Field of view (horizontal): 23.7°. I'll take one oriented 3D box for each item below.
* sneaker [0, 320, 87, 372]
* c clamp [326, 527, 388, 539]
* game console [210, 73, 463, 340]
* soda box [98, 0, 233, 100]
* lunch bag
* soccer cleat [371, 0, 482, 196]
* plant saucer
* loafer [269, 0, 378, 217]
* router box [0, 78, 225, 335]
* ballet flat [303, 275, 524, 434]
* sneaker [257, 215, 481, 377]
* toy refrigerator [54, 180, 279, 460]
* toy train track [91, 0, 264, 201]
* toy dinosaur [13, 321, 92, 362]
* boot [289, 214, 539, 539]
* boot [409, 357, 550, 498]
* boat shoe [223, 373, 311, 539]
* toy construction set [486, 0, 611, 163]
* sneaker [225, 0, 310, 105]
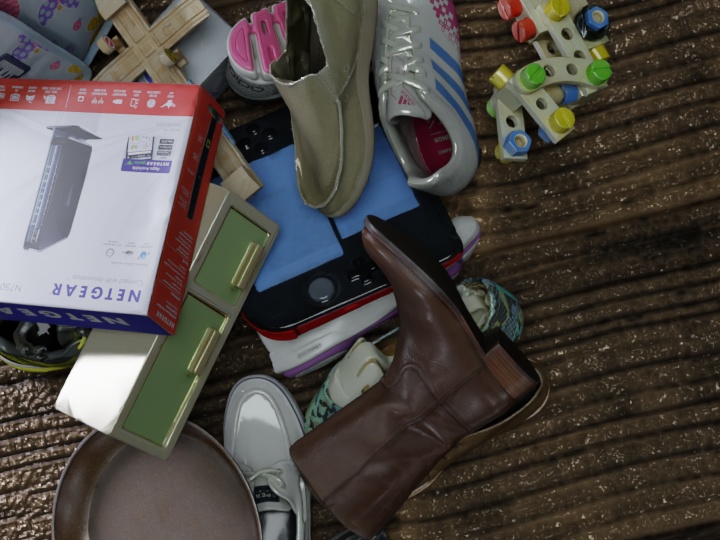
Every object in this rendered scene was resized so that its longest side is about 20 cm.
[{"bbox_3d":[-0.204,0.050,1.367,0.199,0.085,0.075,-9,85,5],"label":"sneaker"},{"bbox_3d":[0.045,0.264,1.339,0.200,0.027,0.171,33,80,-8],"label":"c clamp"},{"bbox_3d":[-0.032,-0.052,1.354,0.176,0.031,0.201,-26,58,2],"label":"game console"},{"bbox_3d":[-0.179,-0.130,1.395,0.068,0.063,0.200,42,88,10],"label":"soda box"},{"bbox_3d":[-0.281,-0.215,1.350,0.127,0.170,0.201,30,87,30],"label":"lunch bag"},{"bbox_3d":[0.041,-0.154,1.300,0.070,0.086,0.201,-18,90,27],"label":"soccer cleat"},{"bbox_3d":[-0.155,0.209,1.344,0.199,0.032,0.201,2,93,28],"label":"plant saucer"},{"bbox_3d":[-0.033,-0.136,1.290,0.068,0.076,0.201,-10,112,-32],"label":"loafer"},{"bbox_3d":[-0.214,-0.051,1.275,0.199,0.049,0.180,4,71,21],"label":"router box"},{"bbox_3d":[0.032,0.065,1.342,0.200,0.074,0.074,-33,83,3],"label":"ballet flat"},{"bbox_3d":[0.000,0.000,1.362,0.199,0.075,0.100,-31,82,0],"label":"sneaker"},{"bbox_3d":[-0.142,0.035,1.291,0.070,0.076,0.201,20,80,35],"label":"toy refrigerator"},{"bbox_3d":[-0.145,-0.138,1.327,0.115,0.033,0.200,-38,84,19],"label":"toy train track"},{"bbox_3d":[-0.237,0.024,1.314,0.199,0.048,0.088,-25,63,-4],"label":"toy dinosaur"},{"bbox_3d":[0.004,0.085,1.287,0.200,0.064,0.186,-42,93,15],"label":"boot"},{"bbox_3d":[0.058,0.126,1.346,0.199,0.075,0.074,-31,85,2],"label":"boot"},{"bbox_3d":[-0.075,0.181,1.354,0.072,0.066,0.201,-2,84,4],"label":"boat shoe"},{"bbox_3d":[0.128,-0.196,1.353,0.131,0.092,0.201,-25,97,-24],"label":"toy construction set"},{"bbox_3d":[-0.028,-0.186,1.381,0.199,0.087,0.074,-26,79,-27],"label":"sneaker"}]
